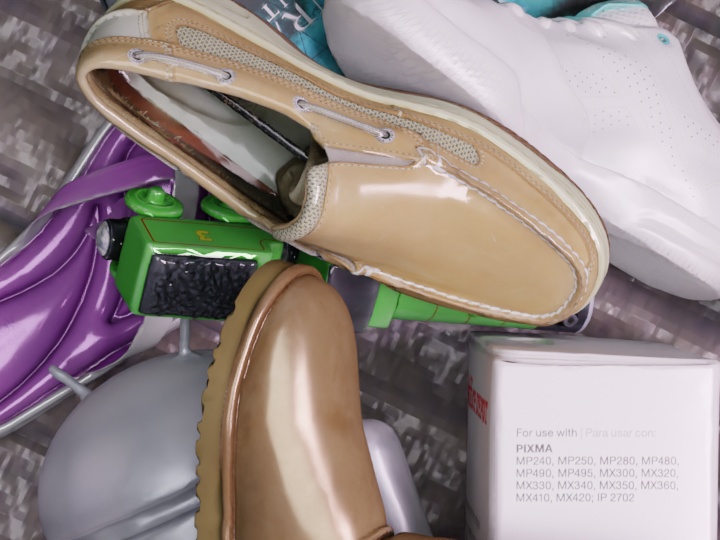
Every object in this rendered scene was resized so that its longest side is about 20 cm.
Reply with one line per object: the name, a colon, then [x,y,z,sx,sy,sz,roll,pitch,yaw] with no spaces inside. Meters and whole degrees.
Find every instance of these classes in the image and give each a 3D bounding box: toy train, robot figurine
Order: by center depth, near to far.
toy train: [0.000,0.000,0.999,0.200,0.056,0.042,4,116,-23]
robot figurine: [-0.049,0.115,1.005,0.169,0.113,0.200,-25,92,18]

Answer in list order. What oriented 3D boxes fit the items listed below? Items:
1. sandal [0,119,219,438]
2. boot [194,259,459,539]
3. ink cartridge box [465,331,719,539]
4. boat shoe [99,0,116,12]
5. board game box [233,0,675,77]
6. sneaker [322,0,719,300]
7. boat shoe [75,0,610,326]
sandal: [-0.098,-0.002,1.036,0.082,0.050,0.203,45,89,-3]
boot: [0.044,0.097,0.888,0.200,0.066,0.175,10,98,24]
ink cartridge box: [0.082,0.125,0.990,0.084,0.145,0.200,1,91,-2]
boat shoe: [-0.127,-0.181,1.023,0.062,0.073,0.200,-39,96,-3]
board game box: [0.024,-0.097,1.013,0.200,0.028,0.135,-43,122,2]
sneaker: [0.075,-0.072,0.998,0.200,0.075,0.089,33,77,-28]
boat shoe: [-0.010,-0.029,0.929,0.200,0.076,0.072,25,117,1]
